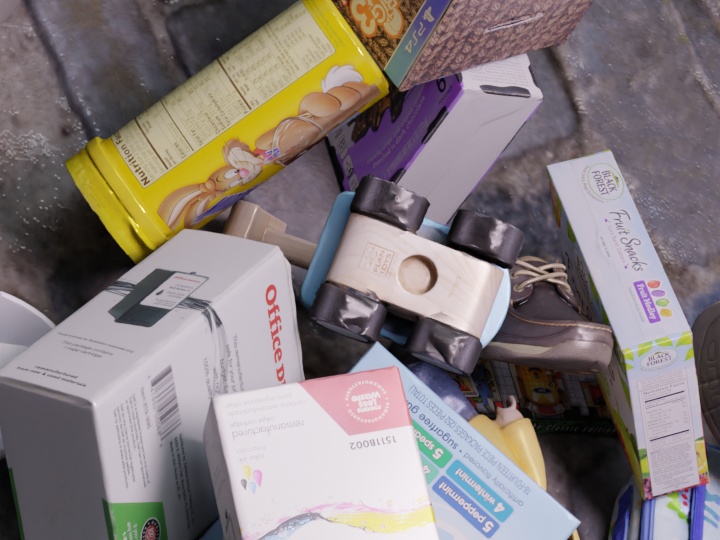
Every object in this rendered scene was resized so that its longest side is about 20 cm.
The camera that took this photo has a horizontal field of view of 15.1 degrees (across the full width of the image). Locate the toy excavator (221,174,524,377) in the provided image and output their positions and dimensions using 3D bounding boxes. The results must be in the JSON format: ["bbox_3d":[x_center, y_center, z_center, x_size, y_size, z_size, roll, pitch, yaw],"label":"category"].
[{"bbox_3d":[0.000,0.000,1.786,0.194,0.200,0.100,20,83,0],"label":"toy excavator"}]

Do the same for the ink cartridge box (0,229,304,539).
[{"bbox_3d":[-0.124,0.084,1.670,0.083,0.147,0.200,13,34,31],"label":"ink cartridge box"}]

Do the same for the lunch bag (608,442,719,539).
[{"bbox_3d":[0.243,0.215,1.833,0.161,0.082,0.200,22,45,-9],"label":"lunch bag"}]

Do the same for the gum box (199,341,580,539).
[{"bbox_3d":[0.007,0.175,1.672,0.170,0.045,0.200,42,84,6],"label":"gum box"}]

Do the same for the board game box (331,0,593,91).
[{"bbox_3d":[0.048,-0.241,1.844,0.159,0.097,0.200,-19,64,-38],"label":"board game box"}]

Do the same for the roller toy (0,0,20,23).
[{"bbox_3d":[-0.300,-0.261,1.866,0.182,0.140,0.200,37,45,2],"label":"roller toy"}]

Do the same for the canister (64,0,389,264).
[{"bbox_3d":[-0.083,-0.094,1.779,0.087,0.200,0.149,55,3,2],"label":"canister"}]

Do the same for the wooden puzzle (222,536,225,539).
[{"bbox_3d":[-0.023,0.241,1.612,0.185,0.037,0.200,30,77,3],"label":"wooden puzzle"}]

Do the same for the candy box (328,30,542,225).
[{"bbox_3d":[0.037,-0.152,1.952,0.071,0.168,0.200,4,52,-30],"label":"candy box"}]

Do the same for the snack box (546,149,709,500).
[{"bbox_3d":[0.181,0.035,1.839,0.053,0.142,0.200,-14,41,-3],"label":"snack box"}]

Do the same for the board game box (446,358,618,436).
[{"bbox_3d":[0.119,0.068,1.923,0.200,0.023,0.105,4,50,-28],"label":"board game box"}]

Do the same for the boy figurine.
[{"bbox_3d":[0.069,0.139,1.796,0.124,0.064,0.200,-33,72,-19],"label":"boy figurine"}]

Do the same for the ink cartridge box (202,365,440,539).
[{"bbox_3d":[-0.014,0.166,1.575,0.116,0.068,0.200,-10,70,-13],"label":"ink cartridge box"}]

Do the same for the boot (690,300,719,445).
[{"bbox_3d":[0.300,0.090,1.849,0.204,0.073,0.154,59,28,-8],"label":"boot"}]

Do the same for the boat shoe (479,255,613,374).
[{"bbox_3d":[0.103,0.024,1.803,0.074,0.200,0.073,10,91,-29],"label":"boat shoe"}]

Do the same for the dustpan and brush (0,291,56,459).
[{"bbox_3d":[-0.208,0.061,1.708,0.200,0.057,0.140,5,51,-39],"label":"dustpan and brush"}]
